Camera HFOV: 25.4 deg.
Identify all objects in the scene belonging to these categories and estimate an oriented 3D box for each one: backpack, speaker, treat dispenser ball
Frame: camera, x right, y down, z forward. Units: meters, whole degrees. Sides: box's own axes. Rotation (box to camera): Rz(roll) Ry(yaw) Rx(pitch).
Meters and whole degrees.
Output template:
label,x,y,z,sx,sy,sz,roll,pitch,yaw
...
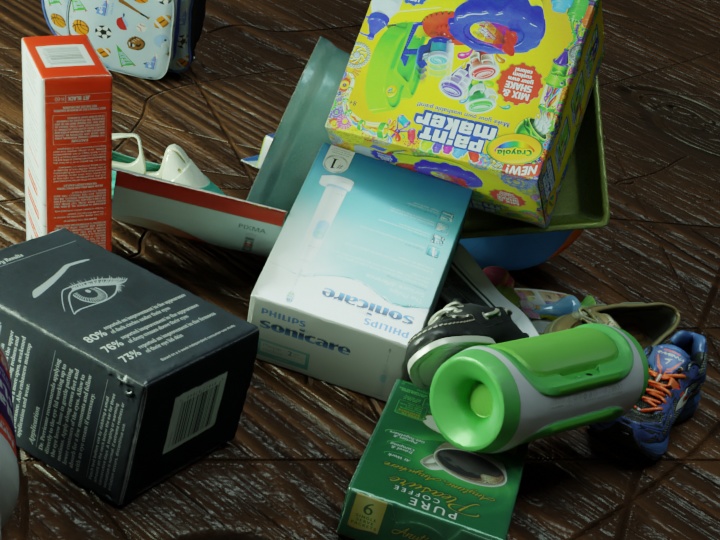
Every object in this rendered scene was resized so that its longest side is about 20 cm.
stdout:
label,x,y,z,sx,sy,sz,roll,pitch,yaw
backpack,-0.289,-0.330,1.937,0.190,0.200,0.154,14,36,4
speaker,0.146,0.092,1.272,0.088,0.088,0.200,34,26,35
treat dispenser ball,0.149,-0.100,1.655,0.201,0.201,0.201,13,24,-6

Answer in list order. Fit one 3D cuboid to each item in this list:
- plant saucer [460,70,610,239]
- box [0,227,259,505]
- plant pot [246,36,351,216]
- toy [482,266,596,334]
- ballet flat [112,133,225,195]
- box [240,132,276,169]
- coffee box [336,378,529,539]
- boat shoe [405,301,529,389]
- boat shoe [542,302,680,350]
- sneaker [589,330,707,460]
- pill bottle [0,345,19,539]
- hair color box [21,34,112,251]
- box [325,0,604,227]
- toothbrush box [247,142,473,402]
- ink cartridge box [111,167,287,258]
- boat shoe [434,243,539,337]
label,x,y,z,sx,sy,sz,roll,pitch,yaw
plant saucer,0.132,-0.119,1.532,0.200,0.200,0.048,-4,-19,8
box,-0.202,0.065,1.191,0.200,0.104,0.148,26,26,23
plant pot,-0.021,-0.117,1.614,0.134,0.200,0.200,25,23,-4
toy,0.139,0.027,1.559,0.200,0.047,0.115,7,24,-20
ballet flat,-0.213,-0.096,1.584,0.200,0.070,0.067,12,23,-9
box,-0.017,-0.110,1.767,0.200,0.048,0.122,28,26,24
coffee box,0.061,0.157,1.225,0.123,0.044,0.200,19,23,4
boat shoe,0.086,0.056,1.316,0.200,0.074,0.060,6,55,-59
boat shoe,0.233,0.059,1.485,0.200,0.063,0.073,-15,72,-58
sneaker,0.260,0.104,1.427,0.075,0.078,0.200,23,24,17
pill bottle,-0.276,0.116,1.022,0.111,0.111,0.200,7,25,-19
hair color box,-0.253,-0.091,1.377,0.061,0.200,0.102,-6,30,-20
box,0.100,-0.168,1.463,0.200,0.193,0.122,15,-16,15
toothbrush box,0.000,0.000,1.397,0.146,0.085,0.200,17,48,5
ink cartridge box,-0.148,-0.050,1.461,0.162,0.050,0.200,14,1,-4
boat shoe,0.107,0.057,1.459,0.071,0.072,0.200,-28,51,-15
